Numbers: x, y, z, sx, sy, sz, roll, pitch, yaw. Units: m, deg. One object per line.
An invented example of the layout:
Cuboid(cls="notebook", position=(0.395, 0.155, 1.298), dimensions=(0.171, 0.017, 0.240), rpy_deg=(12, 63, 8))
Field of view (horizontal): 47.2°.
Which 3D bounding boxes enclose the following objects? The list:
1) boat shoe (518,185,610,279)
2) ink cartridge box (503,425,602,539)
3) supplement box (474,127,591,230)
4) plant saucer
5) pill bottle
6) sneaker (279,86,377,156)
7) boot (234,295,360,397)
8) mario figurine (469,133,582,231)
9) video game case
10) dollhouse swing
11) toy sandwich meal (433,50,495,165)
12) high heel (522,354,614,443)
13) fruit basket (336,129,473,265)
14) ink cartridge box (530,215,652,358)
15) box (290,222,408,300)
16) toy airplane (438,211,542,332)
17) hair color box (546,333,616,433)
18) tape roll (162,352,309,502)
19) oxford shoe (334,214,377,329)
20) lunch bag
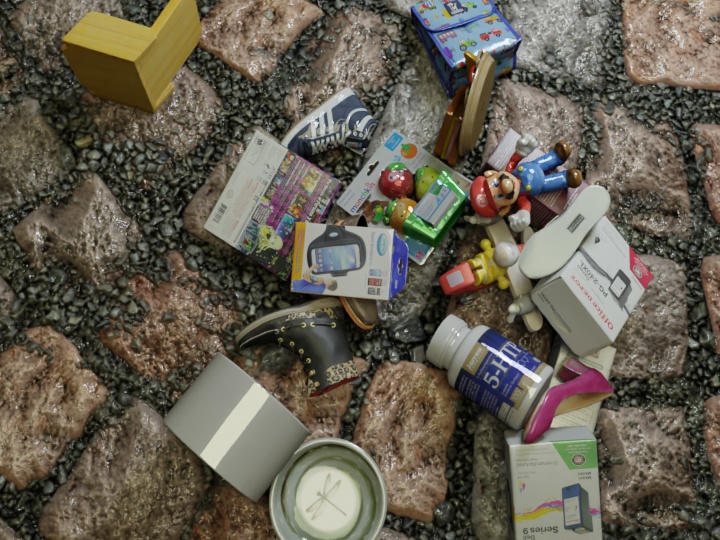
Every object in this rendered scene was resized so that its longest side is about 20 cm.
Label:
Cuboid(cls="boat shoe", position=(0.343, -0.057, 1.389), dimensions=(0.199, 0.064, 0.071), rpy_deg=(-42, 79, -6))
Cuboid(cls="ink cartridge box", position=(0.314, 0.368, 1.346), dimensions=(0.142, 0.088, 0.205), rpy_deg=(-4, 96, 4))
Cuboid(cls="supplement box", position=(0.316, -0.151, 1.493), dimensions=(0.198, 0.111, 0.086), rpy_deg=(37, 77, 5))
Cuboid(cls="plant saucer", position=(-0.054, 0.383, 1.370), dimensions=(0.195, 0.050, 0.205), rpy_deg=(1, 76, -3))
Cuboid(cls="pill bottle", position=(0.214, 0.165, 1.395), dimensions=(0.198, 0.120, 0.121), rpy_deg=(32, 76, 20))
Cuboid(cls="sneaker", position=(-0.057, -0.239, 1.511), dimensions=(0.200, 0.070, 0.109), rpy_deg=(-42, 81, -15))
Cuboid(cls="boot", position=(-0.104, 0.141, 1.415), dimensions=(0.196, 0.073, 0.153), rpy_deg=(-17, 76, -15))
Cuboid(cls="mario figurine", position=(0.275, -0.148, 1.377), dimensions=(0.196, 0.107, 0.124), rpy_deg=(-22, 48, -10))
Cuboid(cls="video game case", position=(-0.156, -0.116, 1.463), dimensions=(0.179, 0.036, 0.203), rpy_deg=(30, 94, 5))
Cuboid(cls="dollhouse swing", position=(-0.399, -0.411, 1.461), dimensions=(0.178, 0.200, 0.180), rpy_deg=(16, 76, 1))
Cuboid(cls="toy sandwich meal", position=(0.186, -0.297, 1.480), dimensions=(0.069, 0.206, 0.209), rpy_deg=(16, 75, 12))
Cuboid(cls="high heel", position=(0.339, 0.228, 1.342), dimensions=(0.095, 0.068, 0.200), rpy_deg=(35, 46, 14))
Cuboid(cls="fruit basket", position=(0.085, -0.139, 1.485), dimensions=(0.199, 0.094, 0.186), rpy_deg=(38, 77, 9))
Cuboid(cls="ink cartridge box", position=(0.400, 0.027, 1.420), dimensions=(0.146, 0.083, 0.200), rpy_deg=(49, 51, -4))
Cuboid(cls="box", position=(-0.018, -0.015, 1.404), dimensions=(0.195, 0.041, 0.122), rpy_deg=(4, 89, 13))
Cuboid(cls="toy airplane", position=(0.256, -0.018, 1.441), dimensions=(0.197, 0.141, 0.202), rpy_deg=(24, 75, 3))
Cuboid(cls="hair color box", position=(0.365, 0.217, 1.433), dimensions=(0.097, 0.061, 0.204), rpy_deg=(20, 77, 1))
Cuboid(cls="tape roll", position=(-0.196, 0.249, 1.315), dimensions=(0.202, 0.203, 0.140), rpy_deg=(40, 77, 6))
Cuboid(cls="oxford shoe", position=(0.000, 0.000, 1.443), dimensions=(0.070, 0.072, 0.205), rpy_deg=(-2, 73, -44))
Cuboid(cls="lunch bag", position=(0.195, -0.460, 1.584), dimensions=(0.148, 0.095, 0.203), rpy_deg=(-23, 67, -8))
